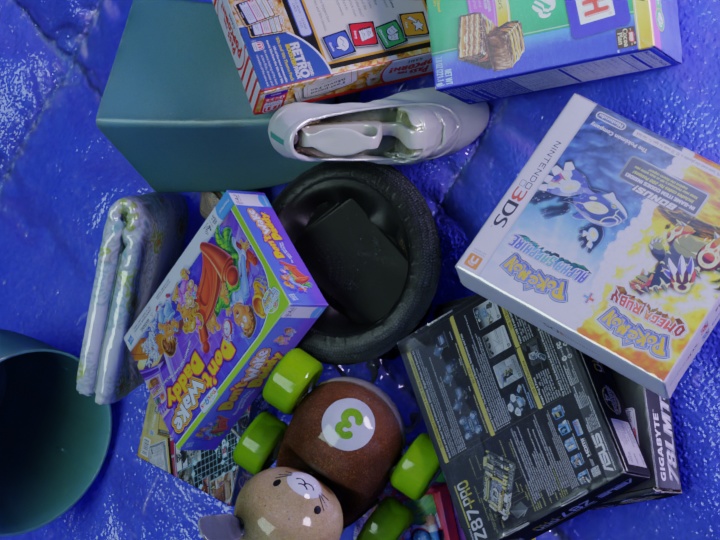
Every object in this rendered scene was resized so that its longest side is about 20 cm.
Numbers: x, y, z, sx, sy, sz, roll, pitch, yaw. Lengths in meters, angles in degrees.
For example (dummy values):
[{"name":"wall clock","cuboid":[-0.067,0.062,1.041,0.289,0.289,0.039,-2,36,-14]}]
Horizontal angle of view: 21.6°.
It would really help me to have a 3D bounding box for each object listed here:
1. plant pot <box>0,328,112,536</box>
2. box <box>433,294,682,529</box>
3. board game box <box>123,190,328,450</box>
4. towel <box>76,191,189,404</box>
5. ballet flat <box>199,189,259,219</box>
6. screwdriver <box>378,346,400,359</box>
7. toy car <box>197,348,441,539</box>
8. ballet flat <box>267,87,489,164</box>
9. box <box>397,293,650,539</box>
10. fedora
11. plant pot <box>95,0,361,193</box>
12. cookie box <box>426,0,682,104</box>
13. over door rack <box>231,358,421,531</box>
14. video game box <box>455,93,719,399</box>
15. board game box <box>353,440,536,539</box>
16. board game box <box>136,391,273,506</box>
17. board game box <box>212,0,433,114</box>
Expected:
[{"name":"plant pot","cuboid":[-0.381,0.149,1.933,0.161,0.201,0.201,26,104,48]},{"name":"box","cuboid":[0.163,0.106,1.585,0.198,0.050,0.200,-16,73,37]},{"name":"board game box","cuboid":[-0.124,0.046,1.676,0.200,0.045,0.134,-52,53,31]},{"name":"towel","cuboid":[-0.219,0.023,1.824,0.048,0.171,0.200,12,97,6]},{"name":"ballet flat","cuboid":[-0.092,-0.020,1.800,0.200,0.068,0.067,53,137,33]},{"name":"screwdriver","cuboid":[-0.043,0.054,1.771,0.200,0.029,0.028,13,95,37]},{"name":"toy car","cuboid":[-0.050,0.191,1.579,0.164,0.200,0.158,33,126,10]},{"name":"ballet flat","cuboid":[0.021,-0.118,1.636,0.069,0.200,0.069,176,90,-79]},{"name":"box","cuboid":[0.130,0.112,1.547,0.161,0.049,0.200,-32,63,26]},{"name":"fedora","cuboid":[0.000,0.000,1.688,0.200,0.092,0.201,-11,66,25]},{"name":"plant pot","cuboid":[-0.111,-0.158,1.748,0.200,0.141,0.141,5,67,23]},{"name":"cookie box","cuboid":[0.158,-0.244,1.585,0.200,0.075,0.171,-9,82,27]},{"name":"over door rack","cuboid":[-0.053,0.125,1.728,0.200,0.067,0.148,39,117,14]},{"name":"video game box","cuboid":[0.206,-0.023,1.501,0.200,0.047,0.182,29,79,23]},{"name":"board game box","cuboid":[0.063,0.246,1.671,0.200,0.039,0.158,35,109,33]},{"name":"board game box","cuboid":[-0.143,0.111,1.832,0.135,0.035,0.200,23,106,36]},{"name":"board game box","cuboid":[-0.022,-0.233,1.672,0.046,0.200,0.152,116,137,-65]}]
